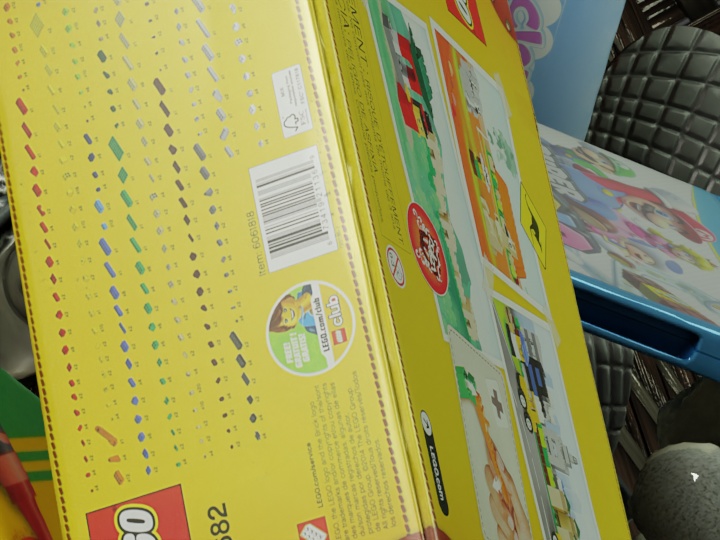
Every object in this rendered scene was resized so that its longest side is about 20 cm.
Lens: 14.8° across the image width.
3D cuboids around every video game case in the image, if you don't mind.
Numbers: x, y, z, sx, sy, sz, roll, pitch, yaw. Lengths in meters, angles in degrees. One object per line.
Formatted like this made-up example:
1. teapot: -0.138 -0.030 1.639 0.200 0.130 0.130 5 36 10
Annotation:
1. video game case: 0.044 -0.023 0.855 0.200 0.018 0.143 21 19 -19

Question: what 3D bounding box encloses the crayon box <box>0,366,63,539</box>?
1. crayon box: -0.051 0.108 0.606 0.200 0.051 0.127 46 19 -53

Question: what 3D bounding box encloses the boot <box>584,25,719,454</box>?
1. boot: 0.090 -0.013 1.172 0.070 0.200 0.132 23 3 -10

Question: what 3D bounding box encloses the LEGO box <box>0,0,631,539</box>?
1. LEGO box: -0.008 0.007 0.605 0.149 0.077 0.200 33 42 -63

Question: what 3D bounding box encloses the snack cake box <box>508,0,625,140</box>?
1. snack cake box: 0.049 -0.066 1.101 0.115 0.067 0.200 -90 -166 -65

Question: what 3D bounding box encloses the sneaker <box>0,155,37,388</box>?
1. sneaker: -0.096 -0.047 0.704 0.199 0.076 0.114 59 4 -39

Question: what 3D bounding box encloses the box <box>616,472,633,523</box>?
1. box: 0.000 0.000 0.953 0.200 0.044 0.160 45 7 -34

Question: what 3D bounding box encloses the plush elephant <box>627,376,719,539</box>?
1. plush elephant: 0.115 0.117 0.876 0.155 0.200 0.165 12 -76 53
